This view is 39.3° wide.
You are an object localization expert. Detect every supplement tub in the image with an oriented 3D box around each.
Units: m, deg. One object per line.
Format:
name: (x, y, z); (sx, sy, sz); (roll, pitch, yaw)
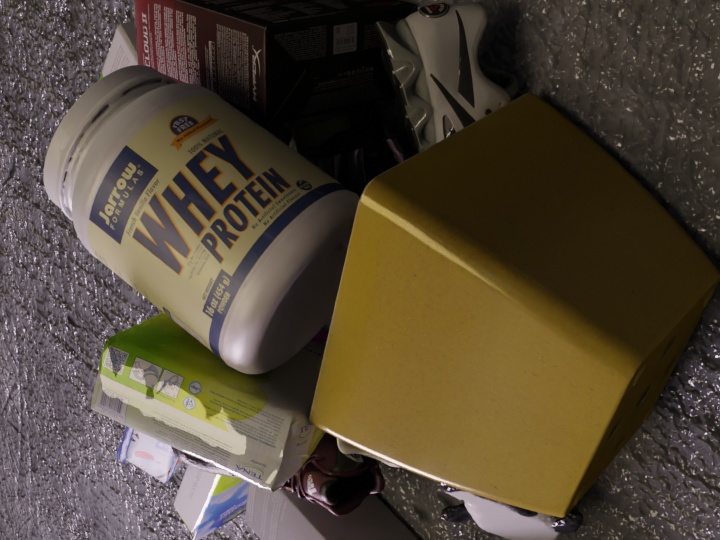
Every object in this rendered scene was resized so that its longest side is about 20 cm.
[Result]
supplement tub: (-0.107, -0.039, 0.704); (0.200, 0.145, 0.145); (36, 134, 16)

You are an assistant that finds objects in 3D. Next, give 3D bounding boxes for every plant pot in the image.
plant pot: (0.109, 0.034, 0.655); (0.176, 0.200, 0.201); (33, 131, 23)

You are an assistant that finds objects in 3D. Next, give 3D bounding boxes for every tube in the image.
tube: (-0.012, -0.037, 0.883); (0.058, 0.052, 0.201); (-103, -2, -74)

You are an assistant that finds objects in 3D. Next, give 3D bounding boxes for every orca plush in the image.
orca plush: (0.101, 0.150, 0.752); (0.105, 0.200, 0.072); (-15, 58, 40)

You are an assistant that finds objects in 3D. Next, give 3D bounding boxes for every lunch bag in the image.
lunch bag: (-0.170, 0.105, 1.032); (0.075, 0.200, 0.161); (26, 135, 2)

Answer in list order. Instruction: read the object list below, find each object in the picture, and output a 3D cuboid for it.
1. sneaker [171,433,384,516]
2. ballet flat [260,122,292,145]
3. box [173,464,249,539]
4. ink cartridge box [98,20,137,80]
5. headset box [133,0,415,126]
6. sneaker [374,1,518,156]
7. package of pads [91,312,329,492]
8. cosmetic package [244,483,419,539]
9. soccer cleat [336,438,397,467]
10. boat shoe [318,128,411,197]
sneaker: (-0.067, 0.170, 0.908); (0.116, 0.199, 0.076); (-134, 53, -68)
ballet flat: (-0.087, -0.132, 0.861); (0.200, 0.070, 0.071); (-132, 30, -76)
box: (-0.126, 0.200, 1.070); (0.048, 0.122, 0.200); (48, 138, 20)
ink cartridge box: (-0.185, -0.131, 1.020); (0.201, 0.084, 0.146); (59, 143, 13)
headset box: (-0.077, -0.187, 0.805); (0.199, 0.148, 0.075); (27, 125, 41)
sneaker: (0.076, -0.099, 0.721); (0.074, 0.088, 0.201); (-113, 3, -46)
package of pads: (-0.090, 0.083, 0.768); (0.154, 0.200, 0.069); (22, 105, 10)
cosmetic package: (-0.026, 0.268, 1.011); (0.200, 0.090, 0.107); (40, 135, 30)
soccer cleat: (0.058, 0.135, 0.845); (0.200, 0.077, 0.070); (-18, 92, 53)
boat shoe: (0.019, -0.009, 0.763); (0.093, 0.074, 0.201); (-165, 56, -75)
